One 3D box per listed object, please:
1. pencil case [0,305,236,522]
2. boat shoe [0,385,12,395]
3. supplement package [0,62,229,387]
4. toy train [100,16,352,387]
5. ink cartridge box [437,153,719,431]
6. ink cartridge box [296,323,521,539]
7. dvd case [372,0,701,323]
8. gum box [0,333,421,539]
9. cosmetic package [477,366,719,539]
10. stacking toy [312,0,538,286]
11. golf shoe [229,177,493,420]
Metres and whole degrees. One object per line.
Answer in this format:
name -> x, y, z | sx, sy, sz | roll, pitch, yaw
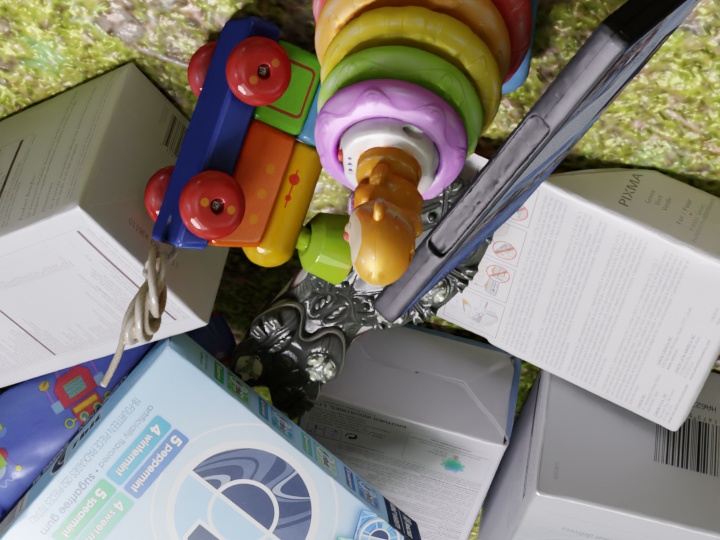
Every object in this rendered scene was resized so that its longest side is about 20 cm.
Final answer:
pencil case -> -0.165, 0.080, 0.936 | 0.199, 0.078, 0.087 | -36, 170, -1
boat shoe -> -0.243, 0.083, 0.989 | 0.199, 0.065, 0.072 | -29, 134, -2
supplement package -> -0.185, -0.019, 0.883 | 0.199, 0.110, 0.114 | -16, 134, 32
toy train -> -0.053, -0.020, 0.789 | 0.115, 0.202, 0.085 | 20, 178, -23
ink cartridge box -> 0.124, -0.003, 0.884 | 0.199, 0.050, 0.162 | 27, 144, 13
ink cartridge box -> 0.022, 0.123, 1.028 | 0.135, 0.077, 0.201 | 15, 141, 2
dvd case -> 0.091, -0.066, 0.708 | 0.018, 0.143, 0.200 | 44, 132, 6
gum box -> -0.091, 0.160, 0.894 | 0.200, 0.045, 0.170 | 41, 99, -15
cosmetic package -> 0.192, 0.168, 1.002 | 0.197, 0.124, 0.201 | 13, 144, -1
stacking toy -> 0.019, -0.072, 0.682 | 0.108, 0.201, 0.117 | 8, 140, 5
golf shoe -> 0.000, 0.000, 0.886 | 0.077, 0.088, 0.200 | 44, 121, -13
